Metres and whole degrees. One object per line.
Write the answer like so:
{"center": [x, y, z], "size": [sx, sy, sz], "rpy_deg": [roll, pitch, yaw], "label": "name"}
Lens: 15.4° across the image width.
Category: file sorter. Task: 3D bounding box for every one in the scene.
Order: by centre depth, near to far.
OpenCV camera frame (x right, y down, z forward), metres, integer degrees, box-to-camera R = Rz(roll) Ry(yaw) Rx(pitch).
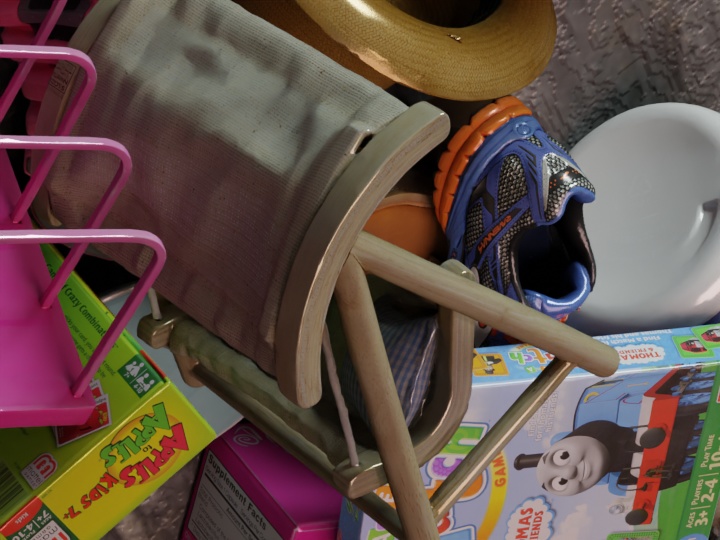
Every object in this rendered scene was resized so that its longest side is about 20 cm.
{"center": [-0.179, -0.051, 1.090], "size": [0.139, 0.200, 0.125], "rpy_deg": [0, 143, -34], "label": "file sorter"}

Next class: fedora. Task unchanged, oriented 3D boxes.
{"center": [-0.002, -0.139, 1.216], "size": [0.200, 0.201, 0.082], "rpy_deg": [12, 139, -41], "label": "fedora"}

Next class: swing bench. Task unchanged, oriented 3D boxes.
{"center": [-0.029, -0.006, 1.147], "size": [0.130, 0.199, 0.200], "rpy_deg": [-48, 135, -9], "label": "swing bench"}

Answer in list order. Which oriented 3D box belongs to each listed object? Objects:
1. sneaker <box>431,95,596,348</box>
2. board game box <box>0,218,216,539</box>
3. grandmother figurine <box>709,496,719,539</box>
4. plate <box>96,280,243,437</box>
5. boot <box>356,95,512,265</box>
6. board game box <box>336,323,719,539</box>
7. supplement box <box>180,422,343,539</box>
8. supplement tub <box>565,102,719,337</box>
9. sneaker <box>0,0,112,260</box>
{"center": [0.078, 0.012, 1.351], "size": [0.075, 0.078, 0.200], "rpy_deg": [-30, 138, -27], "label": "sneaker"}
{"center": [-0.159, 0.041, 1.197], "size": [0.102, 0.200, 0.048], "rpy_deg": [-41, 136, -5], "label": "board game box"}
{"center": [0.148, 0.101, 1.481], "size": [0.200, 0.121, 0.061], "rpy_deg": [28, 103, -12], "label": "grandmother figurine"}
{"center": [-0.120, 0.053, 1.327], "size": [0.200, 0.026, 0.200], "rpy_deg": [-24, 154, -12], "label": "plate"}
{"center": [0.000, 0.000, 1.380], "size": [0.200, 0.074, 0.155], "rpy_deg": [-17, 133, -23], "label": "boot"}
{"center": [0.091, 0.103, 1.367], "size": [0.200, 0.037, 0.151], "rpy_deg": [-4, 127, -16], "label": "board game box"}
{"center": [-0.040, 0.189, 1.464], "size": [0.101, 0.103, 0.200], "rpy_deg": [-2, 123, -34], "label": "supplement box"}
{"center": [0.197, 0.013, 1.480], "size": [0.145, 0.145, 0.200], "rpy_deg": [-47, 136, 2], "label": "supplement tub"}
{"center": [-0.113, -0.108, 1.229], "size": [0.095, 0.079, 0.200], "rpy_deg": [-41, 140, -45], "label": "sneaker"}
